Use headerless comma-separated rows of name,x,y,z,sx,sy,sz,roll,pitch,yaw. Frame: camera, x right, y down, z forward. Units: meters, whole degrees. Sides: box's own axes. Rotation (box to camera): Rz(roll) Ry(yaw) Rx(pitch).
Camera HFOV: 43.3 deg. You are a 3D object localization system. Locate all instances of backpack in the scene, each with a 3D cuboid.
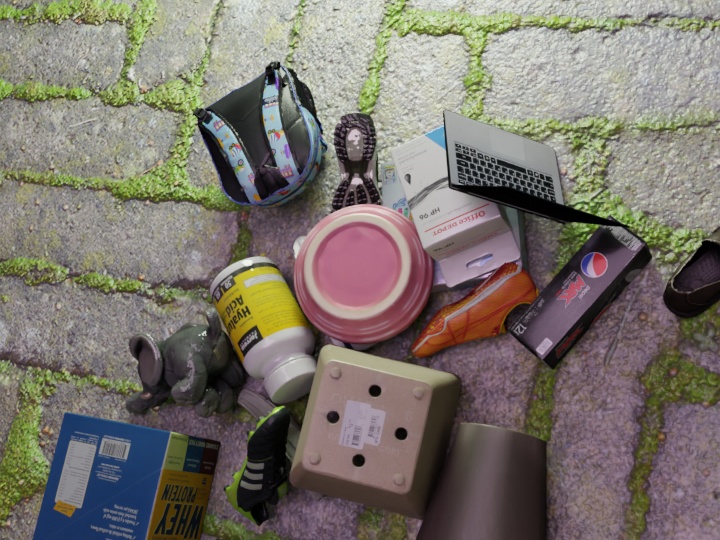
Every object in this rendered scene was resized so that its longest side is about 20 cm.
backpack,-0.138,-0.187,1.393,0.182,0.135,0.200,-29,65,13

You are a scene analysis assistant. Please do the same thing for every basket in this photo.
basket,0.156,0.299,1.122,0.180,0.136,0.201,9,74,12

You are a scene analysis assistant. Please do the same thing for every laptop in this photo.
laptop,0.218,-0.132,1.156,0.116,0.187,0.200,-44,39,48

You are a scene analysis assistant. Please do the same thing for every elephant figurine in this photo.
elephant figurine,-0.285,0.141,1.364,0.200,0.142,0.155,10,63,34

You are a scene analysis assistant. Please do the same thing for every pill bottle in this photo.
pill bottle,-0.133,0.088,1.323,0.111,0.111,0.200,-36,64,10

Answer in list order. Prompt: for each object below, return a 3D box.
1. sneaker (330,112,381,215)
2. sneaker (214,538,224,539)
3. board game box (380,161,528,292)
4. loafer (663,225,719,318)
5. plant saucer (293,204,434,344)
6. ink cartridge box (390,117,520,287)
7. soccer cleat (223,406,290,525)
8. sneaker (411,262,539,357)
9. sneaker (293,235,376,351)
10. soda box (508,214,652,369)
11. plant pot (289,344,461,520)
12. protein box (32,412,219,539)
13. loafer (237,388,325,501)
sneaker,0.001,-0.135,1.357,0.077,0.089,0.201,5,100,8
sneaker,-0.240,0.470,1.274,0.074,0.079,0.200,29,86,30
board game box,0.130,-0.072,1.292,0.199,0.043,0.200,-8,71,21
loafer,0.458,-0.021,1.116,0.200,0.071,0.073,-47,62,5
plant saucer,0.000,0.000,1.259,0.200,0.051,0.201,-3,75,13
ink cartridge box,0.129,-0.092,1.236,0.116,0.068,0.200,-24,67,15
soccer cleat,-0.124,0.265,1.234,0.081,0.067,0.200,38,127,19
sneaker,0.151,0.070,1.221,0.200,0.073,0.077,-35,100,27
sneaker,-0.032,0.028,1.325,0.080,0.076,0.200,-30,72,5
soda box,0.286,0.030,1.177,0.200,0.071,0.063,-49,61,3
plant pot,0.016,0.201,1.155,0.199,0.177,0.200,13,80,6
protein box,-0.341,0.328,1.328,0.198,0.135,0.201,5,77,25
loafer,-0.110,0.244,1.289,0.200,0.070,0.070,37,83,28
